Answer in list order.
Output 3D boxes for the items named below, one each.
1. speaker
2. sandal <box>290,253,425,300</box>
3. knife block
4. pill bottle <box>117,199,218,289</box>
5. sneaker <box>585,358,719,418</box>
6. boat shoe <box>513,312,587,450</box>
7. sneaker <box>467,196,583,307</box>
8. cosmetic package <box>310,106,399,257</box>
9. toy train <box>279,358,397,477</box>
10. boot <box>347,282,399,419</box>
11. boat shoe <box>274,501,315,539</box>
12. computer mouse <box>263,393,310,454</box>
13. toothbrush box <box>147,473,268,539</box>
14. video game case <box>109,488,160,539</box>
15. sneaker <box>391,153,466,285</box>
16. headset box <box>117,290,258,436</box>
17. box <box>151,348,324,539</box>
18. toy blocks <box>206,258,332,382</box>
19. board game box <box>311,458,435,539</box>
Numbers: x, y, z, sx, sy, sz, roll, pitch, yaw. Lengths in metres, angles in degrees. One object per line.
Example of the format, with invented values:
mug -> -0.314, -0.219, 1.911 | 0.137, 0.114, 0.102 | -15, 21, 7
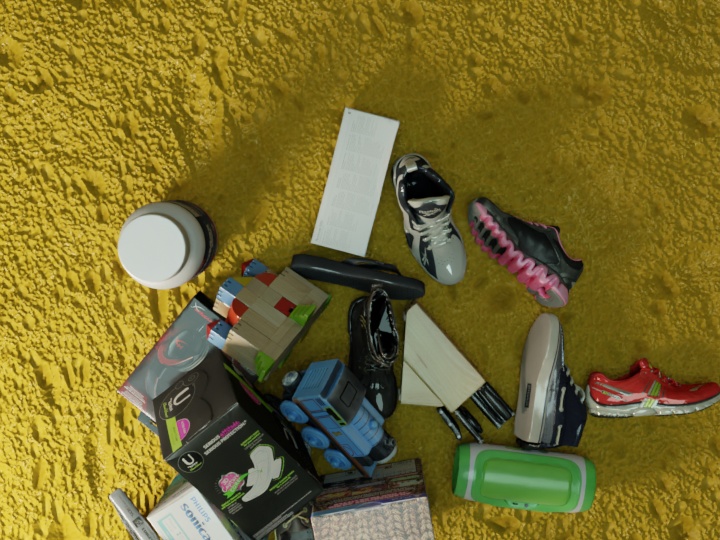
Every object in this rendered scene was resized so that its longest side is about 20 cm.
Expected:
speaker -> 0.237, 0.303, 1.543 | 0.199, 0.088, 0.089 | 7, 95, 0
sandal -> 0.000, 0.000, 1.527 | 0.199, 0.076, 0.043 | 14, 72, -1
knife block -> 0.145, 0.148, 1.541 | 0.175, 0.064, 0.201 | 3, 95, 0
pill bottle -> -0.268, -0.036, 1.459 | 0.119, 0.200, 0.120 | 0, 95, 1
sneaker -> 0.428, 0.170, 1.538 | 0.199, 0.077, 0.085 | -3, 85, -2
boat shoe -> 0.287, 0.166, 1.546 | 0.092, 0.075, 0.201 | 9, 94, -19
sneaker -> 0.242, -0.042, 1.529 | 0.200, 0.079, 0.095 | 45, 72, -4
cosmetic package -> -0.008, -0.127, 1.524 | 0.082, 0.051, 0.201 | 15, 95, -3
toy train -> -0.028, 0.212, 1.496 | 0.200, 0.114, 0.087 | 51, 50, -26
boot -> 0.022, 0.119, 1.476 | 0.069, 0.174, 0.201 | -11, 90, -9
boat shoe -> -0.092, 0.369, 1.519 | 0.072, 0.060, 0.201 | -5, 94, -11
computer mouse -> -0.111, 0.284, 1.564 | 0.109, 0.044, 0.201 | 5, 92, -12
toothbrush box -> -0.206, 0.353, 1.492 | 0.085, 0.200, 0.147 | -34, 95, 4
video game case -> -0.281, 0.402, 1.480 | 0.023, 0.200, 0.182 | -37, 73, -19
sneaker -> 0.100, -0.069, 1.488 | 0.079, 0.130, 0.200 | -14, 95, 2
headset box -> -0.243, 0.155, 1.537 | 0.149, 0.075, 0.200 | 40, 94, -4
box -> -0.167, 0.236, 1.425 | 0.124, 0.149, 0.200 | -37, 121, 2
toy blocks -> -0.143, 0.056, 1.486 | 0.136, 0.200, 0.100 | 33, 137, 6
board game box -> 0.020, 0.349, 1.491 | 0.159, 0.200, 0.097 | -10, 95, 2
